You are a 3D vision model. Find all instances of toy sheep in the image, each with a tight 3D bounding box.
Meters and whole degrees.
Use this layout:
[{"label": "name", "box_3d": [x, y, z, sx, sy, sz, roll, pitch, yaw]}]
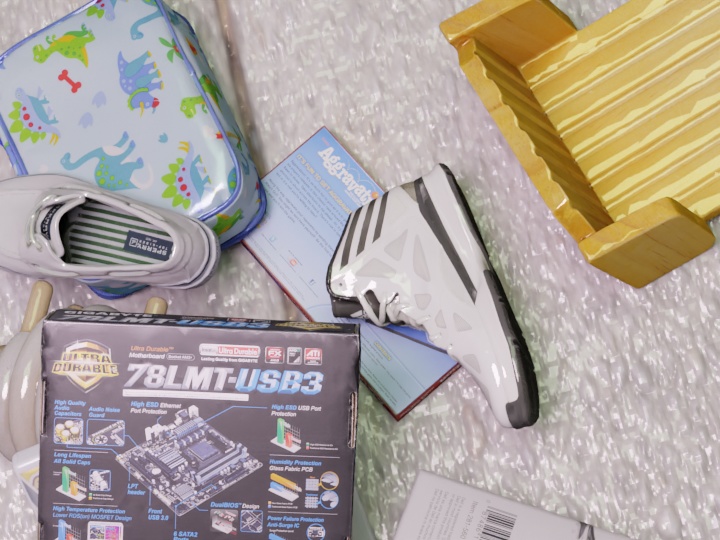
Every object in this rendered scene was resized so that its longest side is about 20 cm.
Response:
[{"label": "toy sheep", "box_3d": [-0.177, 0.084, 1.326, 0.198, 0.138, 0.139, 6, 71, 26]}]

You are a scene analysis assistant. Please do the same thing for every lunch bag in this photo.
[{"label": "lunch bag", "box_3d": [-0.171, -0.091, 1.400, 0.160, 0.082, 0.201, -29, 72, 6]}]

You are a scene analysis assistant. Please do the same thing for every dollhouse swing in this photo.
[{"label": "dollhouse swing", "box_3d": [0.197, -0.123, 1.347, 0.175, 0.182, 0.201, -35, 70, 15]}]

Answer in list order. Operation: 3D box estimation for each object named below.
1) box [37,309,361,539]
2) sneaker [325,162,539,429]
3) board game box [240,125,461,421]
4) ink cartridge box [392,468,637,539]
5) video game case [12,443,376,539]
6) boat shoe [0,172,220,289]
[{"label": "box", "box_3d": [-0.101, 0.129, 1.217, 0.198, 0.050, 0.201, 2, 97, -1]}, {"label": "sneaker", "box_3d": [0.045, 0.034, 1.341, 0.115, 0.076, 0.202, -24, 63, 6]}, {"label": "board game box", "box_3d": [0.000, 0.000, 1.395, 0.103, 0.019, 0.200, -40, 73, -7]}, {"label": "ink cartridge box", "box_3d": [0.106, 0.235, 1.258, 0.198, 0.085, 0.147, 18, 59, 10]}, {"label": "video game case", "box_3d": [-0.103, 0.161, 1.287, 0.199, 0.023, 0.183, -22, 115, -2]}, {"label": "boat shoe", "box_3d": [-0.193, -0.031, 1.319, 0.198, 0.067, 0.074, 5, 83, 21]}]
